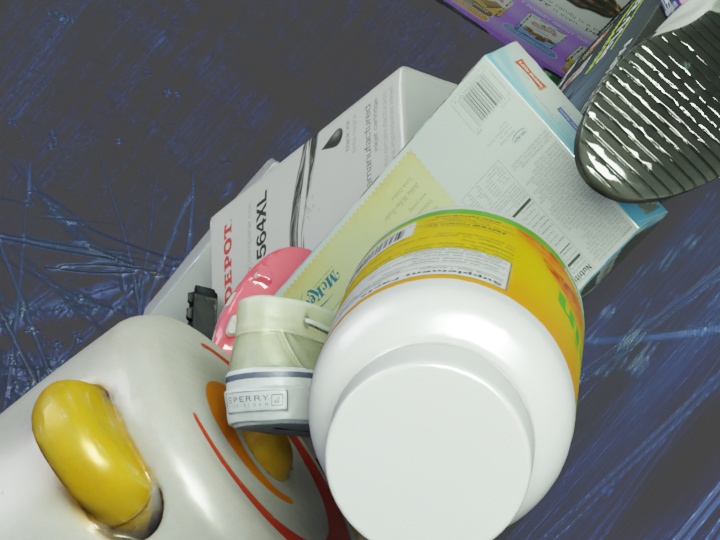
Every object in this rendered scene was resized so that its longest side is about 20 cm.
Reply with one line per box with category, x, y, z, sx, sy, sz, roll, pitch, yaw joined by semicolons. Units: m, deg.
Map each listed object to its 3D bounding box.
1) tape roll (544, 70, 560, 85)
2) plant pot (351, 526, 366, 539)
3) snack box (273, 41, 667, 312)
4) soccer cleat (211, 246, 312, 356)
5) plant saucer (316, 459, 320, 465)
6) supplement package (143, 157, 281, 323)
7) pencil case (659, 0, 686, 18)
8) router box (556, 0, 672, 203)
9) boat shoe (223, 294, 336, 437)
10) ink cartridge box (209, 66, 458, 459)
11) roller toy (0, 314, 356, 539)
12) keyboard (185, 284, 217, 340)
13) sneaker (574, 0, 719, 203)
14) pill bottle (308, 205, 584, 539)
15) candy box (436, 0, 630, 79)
tape roll;0.175;-0.165;1.917;0.201;0.048;0.200;-51;4;5
plant pot;-0.045;0.177;1.518;0.200;0.027;0.200;-52;4;5
snack box;0.051;-0.005;1.425;0.200;0.116;0.037;-48;-12;34
soccer cleat;-0.058;0.084;1.509;0.076;0.066;0.201;126;157;-66
plant saucer;-0.039;0.134;1.756;0.201;0.034;0.200;-52;4;6
supplement package;-0.054;0.024;2.016;0.152;0.150;0.200;-50;4;0
pencil case;0.229;-0.196;1.399;0.200;0.087;0.088;-45;7;46
router box;0.138;-0.079;1.504;0.150;0.062;0.200;-45;8;46
boat shoe;0.002;0.051;1.343;0.200;0.072;0.062;15;-105;-63
ink cartridge box;0.000;0.000;1.596;0.200;0.084;0.147;-36;47;44
roller toy;-0.092;0.118;1.350;0.140;0.200;0.183;-37;16;11
keyboard;-0.106;0.107;1.610;0.104;0.039;0.201;141;131;-79
sneaker;0.160;-0.086;1.331;0.200;0.074;0.089;-43;-1;-33
pill bottle;0.037;0.049;1.190;0.111;0.111;0.200;-50;5;16
candy box;0.137;-0.185;1.653;0.072;0.167;0.200;-61;8;-20
